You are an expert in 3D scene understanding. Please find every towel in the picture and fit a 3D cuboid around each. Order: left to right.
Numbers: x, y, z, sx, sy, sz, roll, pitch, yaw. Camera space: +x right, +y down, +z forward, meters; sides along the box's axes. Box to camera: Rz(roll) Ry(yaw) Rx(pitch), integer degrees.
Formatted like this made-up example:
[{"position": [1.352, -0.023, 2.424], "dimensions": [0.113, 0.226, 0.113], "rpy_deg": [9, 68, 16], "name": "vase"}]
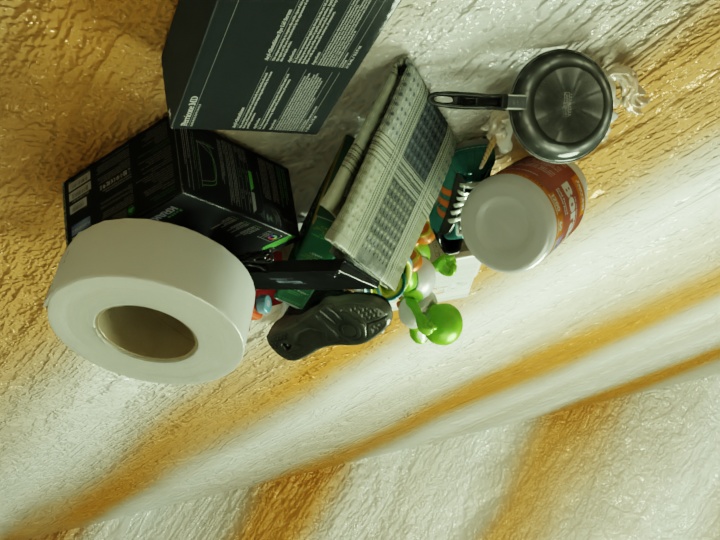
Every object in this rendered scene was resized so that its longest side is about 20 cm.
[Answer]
[{"position": [0.032, -0.091, 0.882], "dimensions": [0.034, 0.202, 0.192], "rpy_deg": [20, 172, 25], "name": "towel"}]

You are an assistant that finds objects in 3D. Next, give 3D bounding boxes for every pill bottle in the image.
[{"position": [0.204, -0.077, 0.998], "dimensions": [0.112, 0.113, 0.200], "rpy_deg": [-28, -178, 34], "name": "pill bottle"}]

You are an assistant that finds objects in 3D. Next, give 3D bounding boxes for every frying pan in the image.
[{"position": [0.175, -0.183, 0.851], "dimensions": [0.188, 0.116, 0.031], "rpy_deg": [24, -177, -11], "name": "frying pan"}]

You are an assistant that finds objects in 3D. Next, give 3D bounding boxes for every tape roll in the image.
[{"position": [-0.210, 0.037, 0.853], "dimensions": [0.200, 0.071, 0.203], "rpy_deg": [5, 144, 4], "name": "tape roll"}]

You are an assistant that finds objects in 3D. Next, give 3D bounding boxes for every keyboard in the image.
[{"position": [-0.089, -0.002, 0.879], "dimensions": [0.198, 0.021, 0.127], "rpy_deg": [-2, 163, 38], "name": "keyboard"}]

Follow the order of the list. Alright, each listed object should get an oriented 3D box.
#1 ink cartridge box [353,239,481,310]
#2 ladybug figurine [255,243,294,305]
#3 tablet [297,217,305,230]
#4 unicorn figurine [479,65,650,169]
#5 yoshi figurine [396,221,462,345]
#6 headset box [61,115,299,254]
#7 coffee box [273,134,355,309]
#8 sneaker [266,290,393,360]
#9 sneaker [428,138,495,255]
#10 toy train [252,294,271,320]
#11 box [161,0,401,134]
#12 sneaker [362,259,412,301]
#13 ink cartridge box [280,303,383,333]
[{"position": [0.084, 0.009, 1.311], "dimensions": [0.197, 0.044, 0.174], "rpy_deg": [-10, 159, -6], "name": "ink cartridge box"}, {"position": [-0.161, 0.008, 1.102], "dimensions": [0.197, 0.073, 0.136], "rpy_deg": [-5, 155, -7], "name": "ladybug figurine"}, {"position": [-0.101, -0.017, 1.187], "dimensions": [0.129, 0.014, 0.200], "rpy_deg": [-17, 157, 12], "name": "tablet"}, {"position": [0.213, -0.170, 0.924], "dimensions": [0.199, 0.074, 0.137], "rpy_deg": [-35, 153, 10], "name": "unicorn figurine"}, {"position": [0.099, 0.033, 1.193], "dimensions": [0.111, 0.112, 0.201], "rpy_deg": [-20, 132, -5], "name": "yoshi figurine"}, {"position": [-0.188, -0.064, 0.917], "dimensions": [0.173, 0.094, 0.199], "rpy_deg": [-23, 157, 27], "name": "headset box"}, {"position": [-0.043, -0.052, 0.977], "dimensions": [0.044, 0.124, 0.200], "rpy_deg": [23, 148, -7], "name": "coffee box"}, {"position": [-0.029, 0.043, 1.063], "dimensions": [0.076, 0.115, 0.198], "rpy_deg": [45, 139, -21], "name": "sneaker"}, {"position": [0.131, -0.087, 1.046], "dimensions": [0.070, 0.081, 0.200], "rpy_deg": [-9, 158, -9], "name": "sneaker"}, {"position": [-0.215, 0.051, 1.004], "dimensions": [0.197, 0.056, 0.150], "rpy_deg": [-2, 166, 15], "name": "toy train"}, {"position": [-0.071, -0.196, 0.675], "dimensions": [0.140, 0.080, 0.200], "rpy_deg": [-4, 158, -28], "name": "box"}, {"position": [0.000, 0.000, 1.112], "dimensions": [0.079, 0.132, 0.200], "rpy_deg": [-10, 157, -27], "name": "sneaker"}, {"position": [-0.048, 0.095, 1.341], "dimensions": [0.160, 0.058, 0.201], "rpy_deg": [-3, 152, -11], "name": "ink cartridge box"}]
